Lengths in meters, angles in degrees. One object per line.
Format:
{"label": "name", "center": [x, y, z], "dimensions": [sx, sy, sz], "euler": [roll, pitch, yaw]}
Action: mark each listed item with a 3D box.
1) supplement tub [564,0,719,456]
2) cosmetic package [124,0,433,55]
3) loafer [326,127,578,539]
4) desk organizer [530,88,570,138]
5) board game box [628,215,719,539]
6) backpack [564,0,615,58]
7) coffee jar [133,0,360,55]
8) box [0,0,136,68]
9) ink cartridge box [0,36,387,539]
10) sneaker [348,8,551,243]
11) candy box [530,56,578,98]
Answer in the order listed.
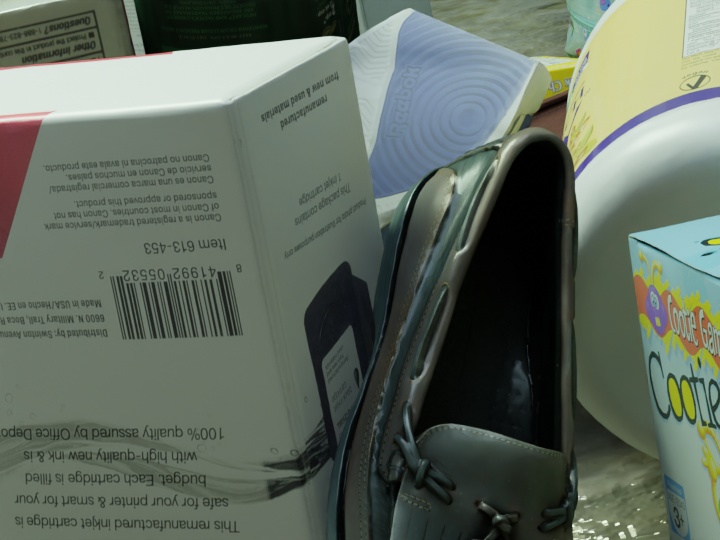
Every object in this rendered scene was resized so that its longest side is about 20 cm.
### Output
{"label": "supplement tub", "center": [0.145, -0.034, 0.833], "dimensions": [0.145, 0.146, 0.200], "euler": [-7, 28, 14]}
{"label": "cosmetic package", "center": [-0.049, -0.098, 1.087], "dimensions": [0.199, 0.151, 0.052], "euler": [6, 24, 43]}
{"label": "loafer", "center": [0.035, 0.046, 0.687], "dimensions": [0.072, 0.201, 0.063], "euler": [16, -30, -21]}
{"label": "desk organizer", "center": [0.118, -0.036, 0.993], "dimensions": [0.200, 0.072, 0.077], "euler": [-24, 58, -31]}
{"label": "board game box", "center": [0.196, 0.026, 0.671], "dimensions": [0.199, 0.103, 0.105], "euler": [-12, 13, -11]}
{"label": "backpack", "center": [0.184, -0.139, 1.215], "dimensions": [0.166, 0.127, 0.200], "euler": [-7, 14, -24]}
{"label": "coffee jar", "center": [-0.039, -0.063, 0.948], "dimensions": [0.085, 0.201, 0.104], "euler": [-2, 35, 10]}
{"label": "box", "center": [-0.144, -0.020, 0.948], "dimensions": [0.127, 0.201, 0.109], "euler": [-13, 17, -6]}
{"label": "ink cartridge box", "center": [-0.065, 0.034, 0.746], "dimensions": [0.144, 0.201, 0.084], "euler": [-2, 18, 28]}
{"label": "sneaker", "center": [0.000, 0.001, 0.896], "dimensions": [0.080, 0.200, 0.115], "euler": [28, -10, 18]}
{"label": "candy box", "center": [0.067, -0.101, 1.271], "dimensions": [0.102, 0.027, 0.200], "euler": [-13, 7, -2]}
